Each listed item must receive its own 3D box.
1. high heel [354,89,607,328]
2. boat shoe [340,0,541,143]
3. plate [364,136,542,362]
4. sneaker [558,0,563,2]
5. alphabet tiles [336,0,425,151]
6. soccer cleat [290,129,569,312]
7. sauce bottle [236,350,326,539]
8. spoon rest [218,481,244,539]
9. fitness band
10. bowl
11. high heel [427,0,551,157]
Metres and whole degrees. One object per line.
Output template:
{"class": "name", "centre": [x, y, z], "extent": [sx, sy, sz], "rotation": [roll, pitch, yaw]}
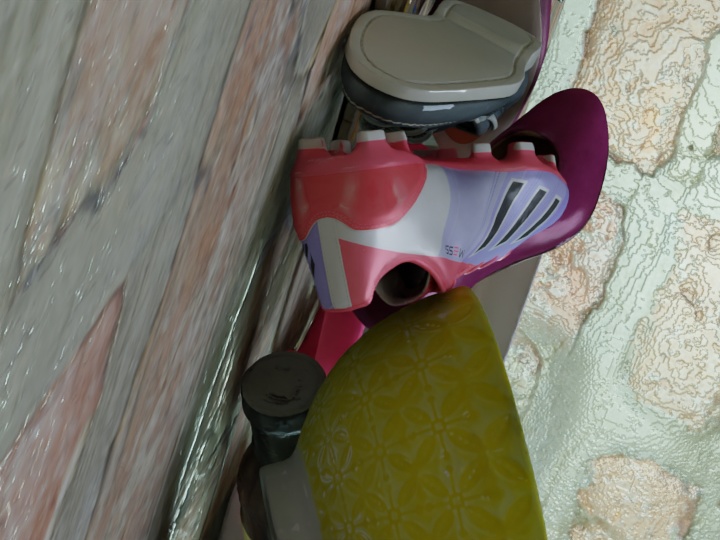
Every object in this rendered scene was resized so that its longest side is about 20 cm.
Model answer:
{"class": "high heel", "centre": [0.059, -0.042, 1.326], "extent": [0.200, 0.067, 0.096], "rotation": [-58, 138, -35]}
{"class": "boat shoe", "centre": [0.033, -0.079, 1.236], "extent": [0.062, 0.073, 0.200], "rotation": [-64, 170, 17]}
{"class": "plate", "centre": [0.034, 0.004, 1.529], "extent": [0.200, 0.032, 0.200], "rotation": [13, -97, 65]}
{"class": "sneaker", "centre": [0.112, -0.226, 1.540], "extent": [0.118, 0.074, 0.200], "rotation": [-178, -69, -88]}
{"class": "alphabet tiles", "centre": [0.017, -0.119, 1.338], "extent": [0.167, 0.008, 0.200], "rotation": [-65, 174, -49]}
{"class": "soccer cleat", "centre": [0.032, -0.019, 1.202], "extent": [0.200, 0.067, 0.077], "rotation": [3, 85, -61]}
{"class": "sauce bottle", "centre": [-0.028, 0.119, 1.335], "extent": [0.200, 0.066, 0.066], "rotation": [81, 26, -49]}
{"class": "spoon rest", "centre": [-0.078, 0.206, 1.442], "extent": [0.099, 0.061, 0.200], "rotation": [49, 49, -86]}
{"class": "fitness band", "centre": [0.000, 0.000, 1.436], "extent": [0.200, 0.037, 0.144], "rotation": [87, 26, -87]}
{"class": "bowl", "centre": [0.016, 0.115, 1.204], "extent": [0.200, 0.108, 0.200], "rotation": [169, -90, -85]}
{"class": "high heel", "centre": [0.078, -0.157, 1.426], "extent": [0.096, 0.067, 0.200], "rotation": [-51, 156, -65]}
